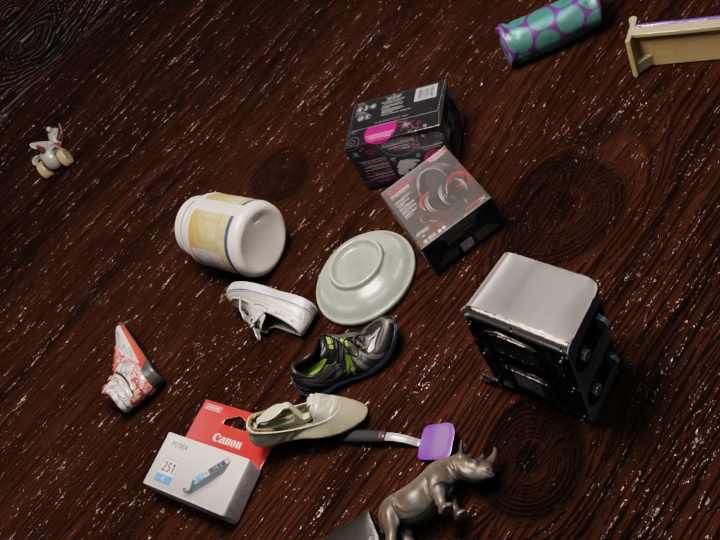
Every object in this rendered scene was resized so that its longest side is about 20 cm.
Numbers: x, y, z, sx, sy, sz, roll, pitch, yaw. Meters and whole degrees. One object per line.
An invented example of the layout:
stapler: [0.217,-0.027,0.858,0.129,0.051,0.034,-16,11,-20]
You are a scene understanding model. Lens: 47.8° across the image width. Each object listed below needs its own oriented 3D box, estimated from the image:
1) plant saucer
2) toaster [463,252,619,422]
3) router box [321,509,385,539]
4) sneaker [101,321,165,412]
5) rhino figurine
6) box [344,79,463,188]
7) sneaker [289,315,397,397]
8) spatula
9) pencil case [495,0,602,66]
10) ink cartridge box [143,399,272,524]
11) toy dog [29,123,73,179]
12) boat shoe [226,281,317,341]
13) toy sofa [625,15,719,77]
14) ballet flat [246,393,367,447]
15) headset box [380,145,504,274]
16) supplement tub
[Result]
plant saucer: [0.000,0.000,1.428,0.196,0.050,0.204,-18,47,20]
toaster: [0.243,0.090,1.101,0.197,0.182,0.119,20,62,41]
router box: [-0.012,0.444,1.056,0.155,0.052,0.202,-33,43,6]
sneaker: [-0.458,0.186,1.556,0.108,0.068,0.201,-41,46,-8]
rhino figurine: [0.105,0.300,1.096,0.198,0.060,0.088,-38,38,-4]
box: [0.086,-0.256,1.543,0.195,0.115,0.134,-9,48,25]
sneaker: [-0.027,0.134,1.306,0.197,0.083,0.072,-30,43,7]
spatula: [0.053,0.249,1.203,0.196,0.021,0.058,-3,54,32]
pencil case: [0.364,-0.474,1.566,0.196,0.085,0.094,-22,61,15]
ink cartridge box: [-0.242,0.300,1.335,0.196,0.045,0.179,7,59,36]
toy dog: [-0.868,-0.345,2.253,0.132,0.097,0.199,-45,44,-9]
boat shoe: [-0.175,0.083,1.463,0.198,0.075,0.087,13,64,29]
toy sofa: [0.559,-0.400,1.378,0.196,0.083,0.099,5,57,36]
ballet flat: [-0.088,0.227,1.259,0.195,0.070,0.071,-16,46,8]
headset box: [0.135,-0.113,1.416,0.147,0.075,0.201,-35,43,3]
supplement tub: [-0.257,-0.074,1.589,0.197,0.145,0.146,13,61,39]
